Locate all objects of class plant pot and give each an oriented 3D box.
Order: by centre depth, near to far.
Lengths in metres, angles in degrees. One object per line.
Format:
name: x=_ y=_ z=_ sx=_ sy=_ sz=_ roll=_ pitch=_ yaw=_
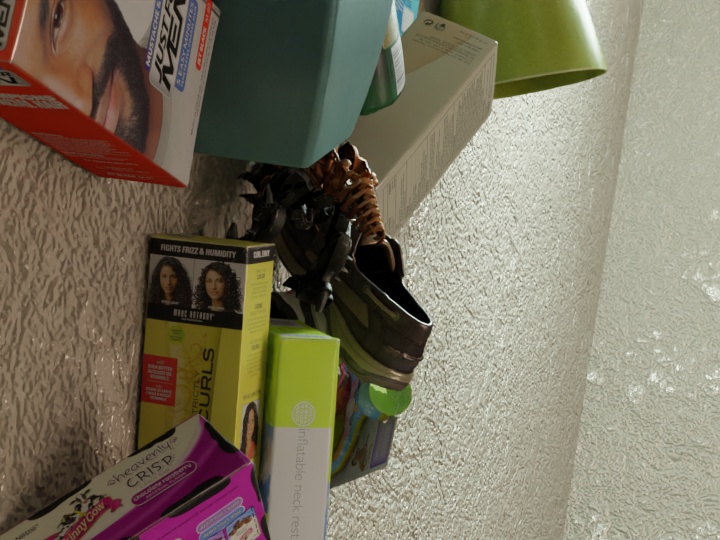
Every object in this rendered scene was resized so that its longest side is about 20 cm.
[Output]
plant pot: x=-0.054 y=-0.175 z=0.851 sx=0.141 sy=0.140 sz=0.201 roll=-46 pitch=141 yaw=-63
plant pot: x=0.160 y=-0.298 z=1.479 sx=0.187 sy=0.186 sz=0.201 roll=-14 pitch=94 yaw=-72

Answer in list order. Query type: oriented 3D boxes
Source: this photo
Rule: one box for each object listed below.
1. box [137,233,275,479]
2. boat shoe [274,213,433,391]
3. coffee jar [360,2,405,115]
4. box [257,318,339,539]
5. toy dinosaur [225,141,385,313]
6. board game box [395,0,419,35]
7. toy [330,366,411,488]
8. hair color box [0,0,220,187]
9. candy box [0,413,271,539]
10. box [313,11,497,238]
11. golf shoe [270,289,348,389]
box: x=-0.103 y=0.079 z=0.884 sx=0.050 sy=0.075 sz=0.201 roll=-12 pitch=108 yaw=-70
boat shoe: x=0.000 y=0.000 z=1.023 sx=0.074 sy=0.200 sz=0.073 roll=16 pitch=123 yaw=-47
coffee jar: x=-0.024 y=-0.218 z=0.986 sx=0.085 sy=0.104 sz=0.201 roll=-62 pitch=152 yaw=-56
box: x=-0.055 y=0.139 z=0.943 sx=0.122 sy=0.047 sz=0.201 roll=-165 pitch=-101 yaw=-74
toy dinosaur: x=-0.039 y=-0.051 z=0.938 sx=0.136 sy=0.102 sz=0.200 roll=-64 pitch=-171 yaw=4
board game box: x=0.013 y=-0.261 z=1.186 sx=0.151 sy=0.047 sz=0.201 roll=37 pitch=60 yaw=-71
toy: x=-0.021 y=0.114 z=1.108 sx=0.200 sy=0.047 sz=0.116 roll=-30 pitch=-137 yaw=60
hair color box: x=-0.144 y=-0.124 z=0.702 sx=0.200 sy=0.064 sz=0.112 roll=35 pitch=63 yaw=-69
candy box: x=-0.116 y=0.200 z=0.798 sx=0.136 sy=0.061 sz=0.201 roll=-31 pitch=133 yaw=-26
box: x=0.033 y=-0.115 z=1.137 sx=0.200 sy=0.077 sz=0.095 roll=-51 pitch=157 yaw=-33
golf shoe: x=-0.068 y=0.112 z=1.039 sx=0.092 sy=0.072 sz=0.201 roll=19 pitch=81 yaw=-39
